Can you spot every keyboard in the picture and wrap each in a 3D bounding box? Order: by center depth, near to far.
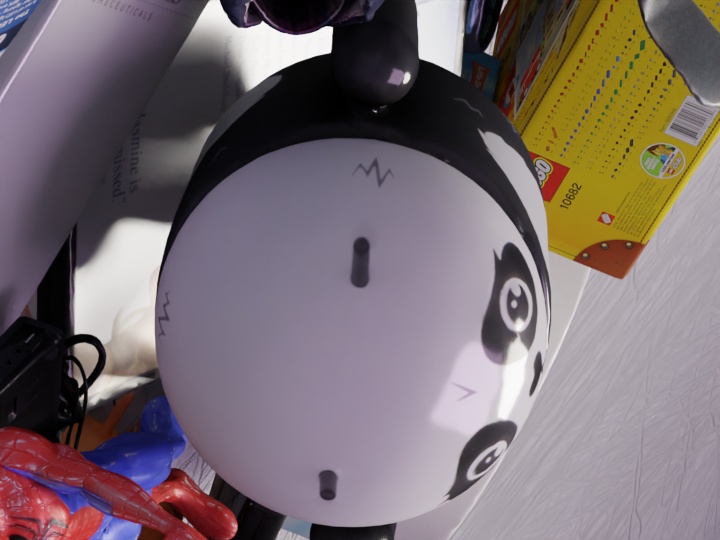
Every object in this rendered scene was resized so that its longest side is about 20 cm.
[{"bbox_3d":[-0.132,0.087,0.935,0.104,0.040,0.201,-44,159,-36],"label":"keyboard"}]

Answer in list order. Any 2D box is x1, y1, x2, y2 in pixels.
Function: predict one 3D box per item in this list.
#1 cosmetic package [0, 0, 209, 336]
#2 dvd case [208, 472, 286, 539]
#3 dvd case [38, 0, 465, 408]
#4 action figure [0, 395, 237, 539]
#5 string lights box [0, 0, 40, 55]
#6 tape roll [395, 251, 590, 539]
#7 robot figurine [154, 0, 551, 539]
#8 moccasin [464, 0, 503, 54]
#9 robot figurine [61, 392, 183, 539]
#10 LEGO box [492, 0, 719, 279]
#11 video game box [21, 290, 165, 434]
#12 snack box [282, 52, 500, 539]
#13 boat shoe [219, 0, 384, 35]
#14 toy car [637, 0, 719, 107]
[{"bbox_3d":[-0.134,-0.030,0.859,0.201,0.071,0.101,-59,163,8],"label":"cosmetic package"},{"bbox_3d":[-0.039,0.066,1.122,0.201,0.017,0.143,-75,-171,-48],"label":"dvd case"},{"bbox_3d":[-0.035,-0.042,1.009,0.199,0.017,0.143,-23,126,-43],"label":"dvd case"},{"bbox_3d":[-0.064,0.086,0.899,0.066,0.099,0.200,-62,159,15],"label":"action figure"},{"bbox_3d":[-0.108,-0.103,0.698,0.103,0.059,0.200,-26,166,-47],"label":"string lights box"},{"bbox_3d":[0.037,0.035,1.329,0.203,0.071,0.203,-62,-174,11],"label":"tape roll"},{"bbox_3d":[0.002,0.001,0.898,0.125,0.151,0.200,-35,-167,13],"label":"robot figurine"},{"bbox_3d":[0.073,-0.181,1.151,0.080,0.068,0.201,-23,142,-62],"label":"moccasin"},{"bbox_3d":[-0.134,0.132,1.088,0.117,0.143,0.201,-102,-155,-47],"label":"robot figurine"},{"bbox_3d":[0.124,-0.122,1.190,0.149,0.077,0.200,-79,-166,-49],"label":"LEGO box"},{"bbox_3d":[-0.058,-0.042,1.096,0.200,0.047,0.182,-51,165,-18],"label":"video game box"},{"bbox_3d":[0.008,0.004,1.206,0.201,0.037,0.116,-76,-167,-45],"label":"snack box"},{"bbox_3d":[-0.029,-0.115,0.865,0.200,0.074,0.093,156,-70,-86],"label":"boat shoe"},{"bbox_3d":[0.111,-0.147,0.999,0.165,0.158,0.200,-52,132,-6],"label":"toy car"}]
